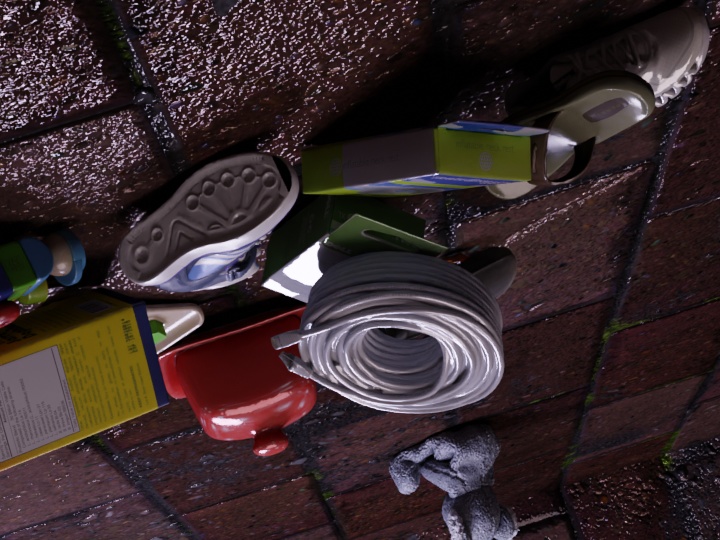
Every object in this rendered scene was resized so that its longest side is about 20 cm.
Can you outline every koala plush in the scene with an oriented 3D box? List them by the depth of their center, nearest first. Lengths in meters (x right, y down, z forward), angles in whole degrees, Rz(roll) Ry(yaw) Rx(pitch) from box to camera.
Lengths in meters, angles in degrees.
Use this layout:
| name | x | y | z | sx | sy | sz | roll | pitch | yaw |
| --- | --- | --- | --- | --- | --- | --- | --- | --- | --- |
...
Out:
| name | x | y | z | sx | sy | sz | roll | pitch | yaw |
| --- | --- | --- | --- | --- | --- | --- | --- | --- | --- |
| koala plush | 0.181 | 0.383 | 2.719 | 0.177 | 0.201 | 0.184 | 0 | 154 | -41 |

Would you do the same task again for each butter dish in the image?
| name | x | y | z | sx | sy | sz | roll | pitch | yaw |
| --- | --- | --- | --- | --- | --- | --- | --- | --- | --- |
| butter dish | -0.123 | 0.145 | 1.856 | 0.199 | 0.149 | 0.200 | -17 | 161 | -6 |

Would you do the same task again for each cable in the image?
| name | x | y | z | sx | sy | sz | roll | pitch | yaw |
| --- | --- | --- | --- | --- | --- | --- | --- | --- | --- |
| cable | 0.041 | 0.063 | 1.530 | 0.200 | 0.070 | 0.199 | 35 | 134 | -29 |

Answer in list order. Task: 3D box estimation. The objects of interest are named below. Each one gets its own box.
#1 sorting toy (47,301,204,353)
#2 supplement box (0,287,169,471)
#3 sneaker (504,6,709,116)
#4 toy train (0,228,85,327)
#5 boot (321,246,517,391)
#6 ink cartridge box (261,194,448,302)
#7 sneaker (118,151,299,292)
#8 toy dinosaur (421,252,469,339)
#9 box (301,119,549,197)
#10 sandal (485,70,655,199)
| name | x | y | z | sx | sy | sz | roll | pitch | yaw |
| --- | --- | --- | --- | --- | --- | --- | --- | --- | --- |
| sorting toy | -0.293 | 0.086 | 1.711 | 0.185 | 0.037 | 0.199 | -32 | 156 | 36 |
| supplement box | -0.304 | 0.103 | 1.528 | 0.199 | 0.110 | 0.109 | -20 | -163 | -29 |
| sneaker | 0.218 | -0.174 | 1.409 | 0.199 | 0.076 | 0.081 | -30 | 149 | 29 |
| toy train | -0.341 | 0.027 | 1.458 | 0.115 | 0.085 | 0.200 | -22 | 171 | -42 |
| boot | 0.055 | 0.048 | 1.711 | 0.200 | 0.073 | 0.182 | -32 | -179 | -39 |
| ink cartridge box | -0.006 | -0.026 | 1.541 | 0.103 | 0.060 | 0.200 | 21 | 151 | -22 |
| sneaker | -0.115 | -0.044 | 1.467 | 0.199 | 0.081 | 0.146 | -30 | 166 | 22 |
| toy dinosaur | 0.095 | 0.031 | 1.915 | 0.181 | 0.105 | 0.200 | -45 | -172 | 29 |
| box | 0.056 | -0.096 | 1.401 | 0.121 | 0.048 | 0.199 | 0 | 177 | -42 |
| sandal | 0.175 | -0.111 | 1.400 | 0.079 | 0.058 | 0.201 | 22 | 147 | -28 |
